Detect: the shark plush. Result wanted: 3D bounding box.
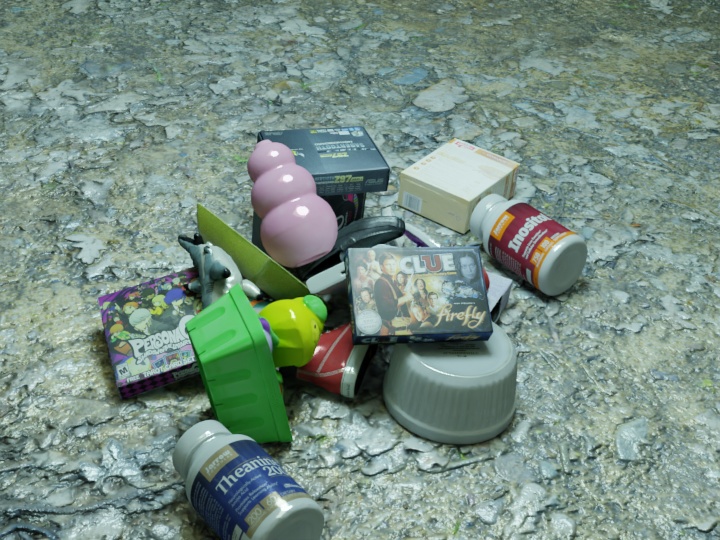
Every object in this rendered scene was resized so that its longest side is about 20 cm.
[{"bbox_3d":[-0.232,0.002,1.592,0.200,0.083,0.091,47,7,31],"label":"shark plush"}]

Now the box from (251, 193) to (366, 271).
[{"bbox_3d":[-0.087,-0.106,1.893,0.105,0.124,0.199,26,39,26],"label":"box"}]

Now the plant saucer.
[{"bbox_3d":[-0.162,-0.005,1.720,0.199,0.200,0.048,36,87,37],"label":"plant saucer"}]

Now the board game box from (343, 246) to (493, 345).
[{"bbox_3d":[0.081,0.034,1.545,0.197,0.035,0.137,-2,64,-12],"label":"board game box"}]

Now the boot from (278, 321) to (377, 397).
[{"bbox_3d":[-0.047,0.100,1.643,0.142,0.073,0.201,13,37,13],"label":"boot"}]

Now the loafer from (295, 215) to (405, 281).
[{"bbox_3d":[-0.017,-0.034,1.768,0.198,0.068,0.071,-18,67,16],"label":"loafer"}]

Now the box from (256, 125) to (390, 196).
[{"bbox_3d":[-0.065,-0.187,1.859,0.197,0.052,0.158,-5,37,-17],"label":"box"}]

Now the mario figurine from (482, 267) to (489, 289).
[{"bbox_3d":[0.107,0.038,1.637,0.197,0.107,0.124,-6,41,-23],"label":"mario figurine"}]

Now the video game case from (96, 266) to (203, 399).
[{"bbox_3d":[-0.274,0.082,1.593,0.198,0.036,0.182,-18,48,-8],"label":"video game case"}]

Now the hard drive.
[{"bbox_3d":[0.000,0.000,1.690,0.131,0.027,0.200,-26,-6,10],"label":"hard drive"}]

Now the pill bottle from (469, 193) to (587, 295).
[{"bbox_3d":[0.285,-0.051,1.883,0.112,0.114,0.199,-20,41,-34],"label":"pill bottle"}]

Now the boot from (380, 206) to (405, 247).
[{"bbox_3d":[0.024,-0.052,1.881,0.089,0.073,0.200,-23,12,8],"label":"boot"}]

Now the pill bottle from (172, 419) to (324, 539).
[{"bbox_3d":[-0.143,0.272,1.328,0.110,0.112,0.199,-21,42,-35],"label":"pill bottle"}]

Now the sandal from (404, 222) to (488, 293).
[{"bbox_3d":[0.124,-0.013,1.763,0.050,0.082,0.202,-49,51,-1],"label":"sandal"}]

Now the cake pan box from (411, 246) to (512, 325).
[{"bbox_3d":[0.133,0.048,1.767,0.198,0.053,0.184,18,37,18],"label":"cake pan box"}]

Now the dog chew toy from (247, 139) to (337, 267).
[{"bbox_3d":[-0.116,-0.109,1.711,0.124,0.124,0.202,-20,84,-34],"label":"dog chew toy"}]

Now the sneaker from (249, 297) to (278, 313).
[{"bbox_3d":[-0.177,0.056,1.669,0.197,0.072,0.081,5,50,1],"label":"sneaker"}]

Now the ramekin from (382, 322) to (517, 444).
[{"bbox_3d":[0.134,0.145,1.571,0.197,0.106,0.201,4,34,-3],"label":"ramekin"}]

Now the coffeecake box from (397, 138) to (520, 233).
[{"bbox_3d":[0.188,-0.165,2.072,0.152,0.074,0.199,25,38,26],"label":"coffeecake box"}]

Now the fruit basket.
[{"bbox_3d":[-0.121,0.115,1.484,0.213,0.218,0.156,-8,36,-21],"label":"fruit basket"}]
